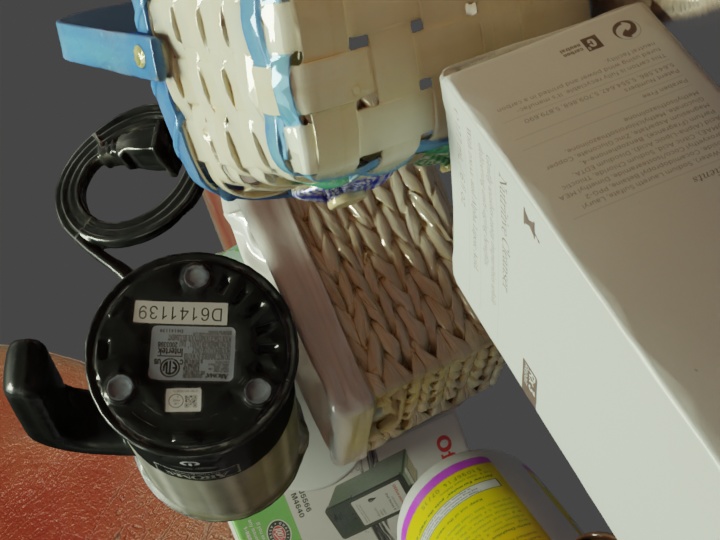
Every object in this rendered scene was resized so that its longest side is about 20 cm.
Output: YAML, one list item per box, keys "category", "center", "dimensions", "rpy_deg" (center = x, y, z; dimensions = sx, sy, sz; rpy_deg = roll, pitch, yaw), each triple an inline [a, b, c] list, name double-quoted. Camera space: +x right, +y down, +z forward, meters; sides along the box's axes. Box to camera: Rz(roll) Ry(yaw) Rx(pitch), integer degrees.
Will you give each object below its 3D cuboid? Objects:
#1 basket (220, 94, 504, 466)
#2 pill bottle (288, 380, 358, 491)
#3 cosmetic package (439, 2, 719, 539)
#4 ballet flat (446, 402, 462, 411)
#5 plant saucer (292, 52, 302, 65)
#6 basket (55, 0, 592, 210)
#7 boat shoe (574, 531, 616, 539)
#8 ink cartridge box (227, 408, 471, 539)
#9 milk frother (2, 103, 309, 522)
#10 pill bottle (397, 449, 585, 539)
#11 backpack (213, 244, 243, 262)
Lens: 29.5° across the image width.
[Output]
- category: "basket"
  center: [0.000, 0.000, 0.863]
  dimensions: [0.136, 0.123, 0.201]
  rpy_deg: [92, 153, -69]
- category: "pill bottle"
  center: [-0.047, 0.095, 1.056]
  dimensions: [0.200, 0.114, 0.115]
  rpy_deg: [-116, 5, -78]
- category: "cosmetic package"
  center: [0.103, 0.024, 0.432]
  dimensions: [0.113, 0.081, 0.200]
  rpy_deg: [81, 165, -49]
- category: "ballet flat"
  center: [-0.007, 0.031, 0.977]
  dimensions: [0.200, 0.068, 0.067]
  rpy_deg: [49, 144, 4]
- category: "plant saucer"
  center: [-0.032, -0.083, 1.096]
  dimensions: [0.200, 0.048, 0.200]
  rpy_deg: [79, 166, -53]
- category: "basket"
  center: [-0.017, -0.103, 0.545]
  dimensions: [0.200, 0.176, 0.140]
  rpy_deg: [34, 138, 59]
- category: "boat shoe"
  center: [0.134, 0.153, 0.618]
  dimensions: [0.200, 0.072, 0.072]
  rpy_deg: [141, 107, -86]
- category: "ink cartridge box"
  center: [0.003, 0.207, 1.110]
  dimensions: [0.084, 0.199, 0.146]
  rpy_deg: [-160, 47, -75]
- category: "milk frother"
  center: [-0.108, 0.030, 0.842]
  dimensions: [0.188, 0.180, 0.201]
  rpy_deg: [94, -166, -69]
- category: "pill bottle"
  center: [0.098, 0.194, 0.812]
  dimensions: [0.200, 0.104, 0.105]
  rpy_deg: [-130, 19, -64]
- category: "backpack"
  center: [-0.060, 0.047, 1.256]
  dimensions: [0.200, 0.150, 0.178]
  rpy_deg: [79, 166, -78]
